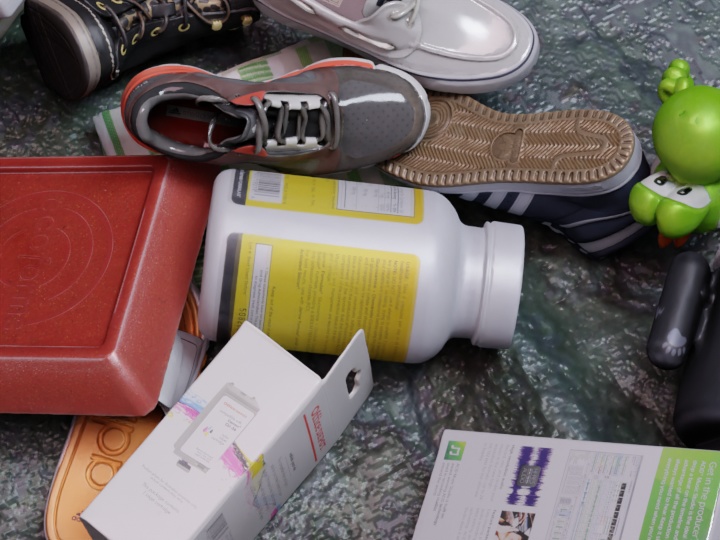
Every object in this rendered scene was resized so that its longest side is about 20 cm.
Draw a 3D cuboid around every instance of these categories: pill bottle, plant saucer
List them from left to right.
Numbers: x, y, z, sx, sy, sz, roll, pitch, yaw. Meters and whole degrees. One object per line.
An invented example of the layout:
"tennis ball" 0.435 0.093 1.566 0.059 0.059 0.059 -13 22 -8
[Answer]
"plant saucer" -0.207 -0.001 1.587 0.200 0.037 0.200 1 55 19
"pill bottle" 0.000 0.000 1.568 0.200 0.112 0.112 7 68 -2

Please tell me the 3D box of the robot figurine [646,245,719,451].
"robot figurine" 0.264 0.058 1.525 0.125 0.150 0.200 3 67 33

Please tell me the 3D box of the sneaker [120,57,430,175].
"sneaker" -0.054 -0.090 1.559 0.200 0.082 0.077 -2 104 0

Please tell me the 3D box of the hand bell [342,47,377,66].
"hand bell" -0.001 -0.192 1.652 0.104 0.104 0.200 -4 66 3

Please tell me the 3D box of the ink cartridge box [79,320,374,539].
"ink cartridge box" -0.079 0.112 1.531 0.067 0.117 0.200 36 74 16

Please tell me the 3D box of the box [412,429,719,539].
"box" 0.121 0.172 1.468 0.200 0.036 0.145 2 63 35

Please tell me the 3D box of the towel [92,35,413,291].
"towel" -0.065 -0.073 1.657 0.200 0.023 0.153 -20 69 -5

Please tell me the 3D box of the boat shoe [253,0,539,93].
"boat shoe" 0.019 -0.174 1.582 0.200 0.066 0.072 24 78 10

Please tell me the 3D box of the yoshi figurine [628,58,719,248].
"yoshi figurine" 0.241 -0.090 1.553 0.200 0.112 0.112 -35 107 -45

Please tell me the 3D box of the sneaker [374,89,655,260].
"sneaker" 0.104 -0.061 1.612 0.200 0.108 0.070 7 69 31

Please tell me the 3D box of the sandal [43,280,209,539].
"sandal" -0.152 0.086 1.572 0.079 0.059 0.207 12 74 8

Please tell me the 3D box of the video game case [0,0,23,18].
"video game case" -0.270 -0.235 1.659 0.200 0.023 0.182 3 47 34

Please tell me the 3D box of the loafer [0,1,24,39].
"loafer" -0.258 -0.215 1.704 0.076 0.068 0.200 21 71 12

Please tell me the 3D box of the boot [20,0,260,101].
"boot" -0.142 -0.169 1.622 0.150 0.200 0.073 -22 96 -11
